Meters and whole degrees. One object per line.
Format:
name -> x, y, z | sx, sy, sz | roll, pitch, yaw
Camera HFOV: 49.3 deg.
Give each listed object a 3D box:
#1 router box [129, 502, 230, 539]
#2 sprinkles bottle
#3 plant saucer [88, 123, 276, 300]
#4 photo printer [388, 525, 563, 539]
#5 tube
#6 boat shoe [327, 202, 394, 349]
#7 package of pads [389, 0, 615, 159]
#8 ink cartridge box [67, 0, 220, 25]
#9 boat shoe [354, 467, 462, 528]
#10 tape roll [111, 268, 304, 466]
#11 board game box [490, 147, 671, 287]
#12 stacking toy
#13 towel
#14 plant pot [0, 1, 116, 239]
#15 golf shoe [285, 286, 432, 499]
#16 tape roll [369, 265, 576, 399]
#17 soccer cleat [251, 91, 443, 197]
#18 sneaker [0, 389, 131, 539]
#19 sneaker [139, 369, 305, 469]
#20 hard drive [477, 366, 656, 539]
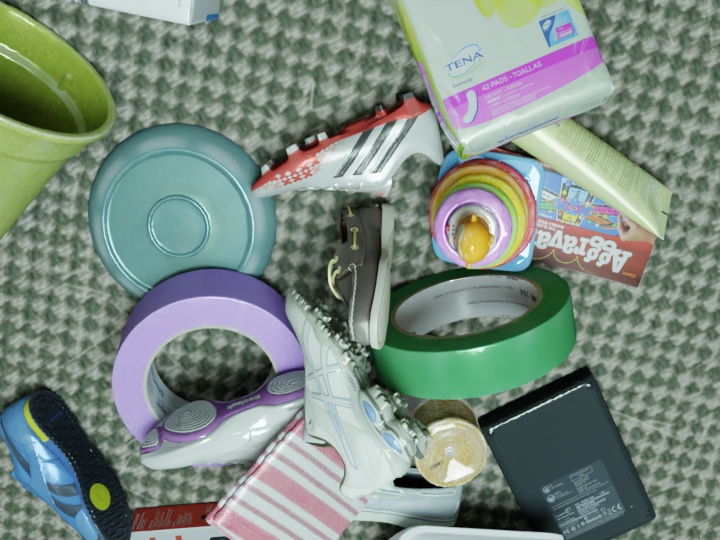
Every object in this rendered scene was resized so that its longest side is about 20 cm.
router box -> -0.170, 0.374, 0.927 | 0.176, 0.049, 0.203 | -4, 107, 0
sprinkles bottle -> 0.074, 0.131, 0.777 | 0.067, 0.200, 0.069 | -1, 107, -2
plant saucer -> -0.186, -0.047, 0.810 | 0.196, 0.027, 0.204 | 0, 108, -1
photo printer -> 0.116, 0.335, 0.872 | 0.196, 0.070, 0.167 | 4, 148, -3
tube -> 0.222, -0.107, 0.773 | 0.198, 0.052, 0.059 | 32, 90, -3
boat shoe -> 0.000, 0.000, 0.740 | 0.058, 0.201, 0.073 | 3, 126, 2
package of pads -> 0.119, -0.219, 0.714 | 0.152, 0.068, 0.203 | -21, 86, 5
ink cartridge box -> -0.225, -0.275, 0.676 | 0.196, 0.147, 0.087 | 9, 109, -3
boat shoe -> 0.021, 0.238, 0.884 | 0.198, 0.070, 0.073 | 14, 102, -11
tape roll -> -0.153, 0.103, 0.819 | 0.196, 0.066, 0.203 | -4, 115, -8
board game box -> 0.213, -0.055, 0.818 | 0.197, 0.019, 0.104 | 14, 107, -5
stacking toy -> 0.105, -0.040, 0.707 | 0.108, 0.200, 0.118 | 9, 106, 11
towel -> -0.041, 0.197, 0.773 | 0.200, 0.030, 0.147 | -48, 130, -8
plant pot -> -0.356, -0.120, 0.712 | 0.199, 0.201, 0.185 | 37, 114, -12
golf shoe -> -0.029, 0.105, 0.693 | 0.097, 0.201, 0.078 | -43, 147, 11
tape roll -> 0.105, 0.053, 0.754 | 0.197, 0.201, 0.049 | -12, 108, 3
soccer cleat -> -0.012, -0.103, 0.776 | 0.198, 0.069, 0.086 | -25, 102, 2
sneaker -> -0.328, 0.231, 0.864 | 0.078, 0.066, 0.202 | -32, 92, 17
sneaker -> -0.117, 0.171, 0.777 | 0.197, 0.075, 0.101 | -16, 116, -2
hard drive -> 0.237, 0.226, 0.898 | 0.138, 0.033, 0.202 | -26, 106, 7
